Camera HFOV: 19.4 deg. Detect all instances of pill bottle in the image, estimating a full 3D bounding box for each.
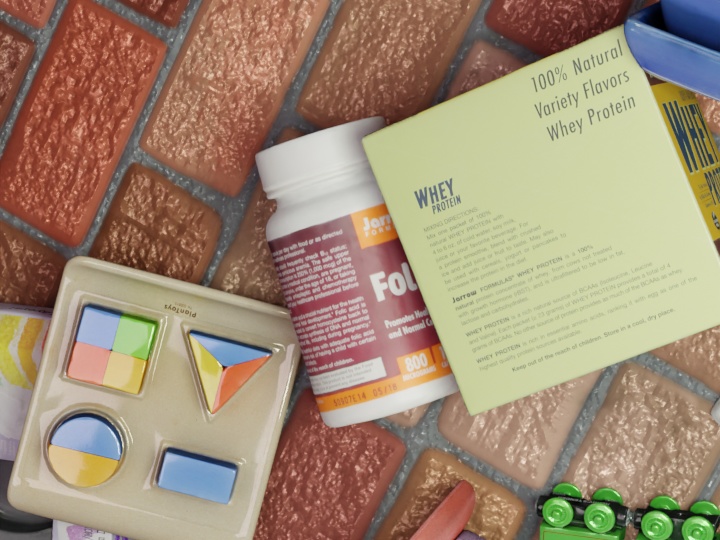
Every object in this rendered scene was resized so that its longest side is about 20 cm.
[{"bbox_3d":[0.000,0.000,1.485,0.114,0.114,0.200,-17,91,20],"label":"pill bottle"}]

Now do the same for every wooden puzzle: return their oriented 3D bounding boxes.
[{"bbox_3d":[-0.150,0.106,1.548,0.185,0.046,0.200,15,97,-4],"label":"wooden puzzle"}]

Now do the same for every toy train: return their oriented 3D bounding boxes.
[{"bbox_3d":[0.218,0.189,1.471,0.200,0.042,0.056,6,109,18],"label":"toy train"}]

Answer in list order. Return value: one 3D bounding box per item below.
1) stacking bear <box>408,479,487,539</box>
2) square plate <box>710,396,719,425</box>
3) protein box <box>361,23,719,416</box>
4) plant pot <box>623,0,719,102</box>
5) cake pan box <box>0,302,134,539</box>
[{"bbox_3d":[0.103,0.264,1.487,0.200,0.114,0.121,41,107,6],"label":"stacking bear"},{"bbox_3d":[0.348,0.080,1.380,0.198,0.028,0.200,46,112,33],"label":"square plate"},{"bbox_3d":[0.142,-0.037,1.419,0.198,0.135,0.200,-22,89,21],"label":"protein box"},{"bbox_3d":[0.285,-0.191,1.324,0.200,0.200,0.180,23,110,16],"label":"plant pot"},{"bbox_3d":[-0.259,0.126,1.625,0.184,0.052,0.200,8,99,20],"label":"cake pan box"}]
